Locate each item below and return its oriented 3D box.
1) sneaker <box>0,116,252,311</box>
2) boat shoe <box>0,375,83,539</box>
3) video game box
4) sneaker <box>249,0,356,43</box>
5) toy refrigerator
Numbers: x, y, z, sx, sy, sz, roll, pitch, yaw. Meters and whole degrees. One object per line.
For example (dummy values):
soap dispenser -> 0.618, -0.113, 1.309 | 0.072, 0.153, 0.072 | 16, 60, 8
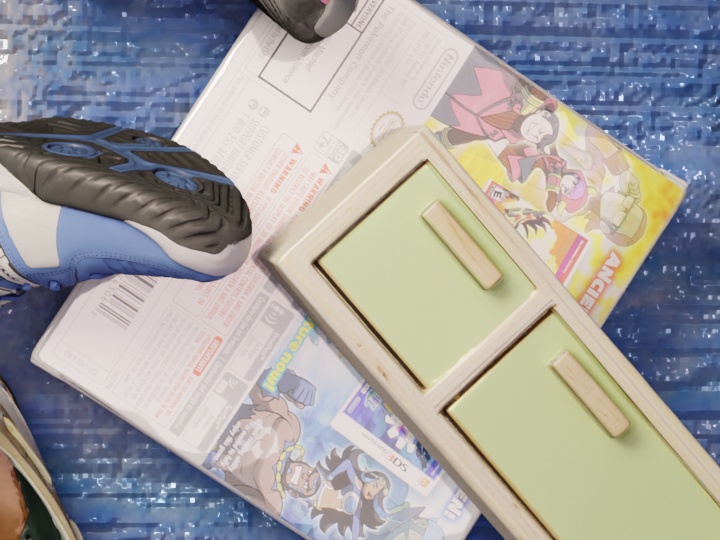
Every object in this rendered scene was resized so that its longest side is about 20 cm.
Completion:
sneaker -> -0.131, -0.017, 0.904 | 0.199, 0.076, 0.078 | 10, 103, 23
boat shoe -> -0.133, 0.132, 0.924 | 0.074, 0.068, 0.201 | -23, 94, -6
video game box -> 0.000, 0.000, 0.950 | 0.182, 0.047, 0.201 | 34, 87, -5
sneaker -> -0.086, -0.140, 0.906 | 0.095, 0.079, 0.200 | -47, 69, 4
toy refrigerator -> 0.057, 0.045, 0.902 | 0.076, 0.070, 0.200 | -41, 97, -5
